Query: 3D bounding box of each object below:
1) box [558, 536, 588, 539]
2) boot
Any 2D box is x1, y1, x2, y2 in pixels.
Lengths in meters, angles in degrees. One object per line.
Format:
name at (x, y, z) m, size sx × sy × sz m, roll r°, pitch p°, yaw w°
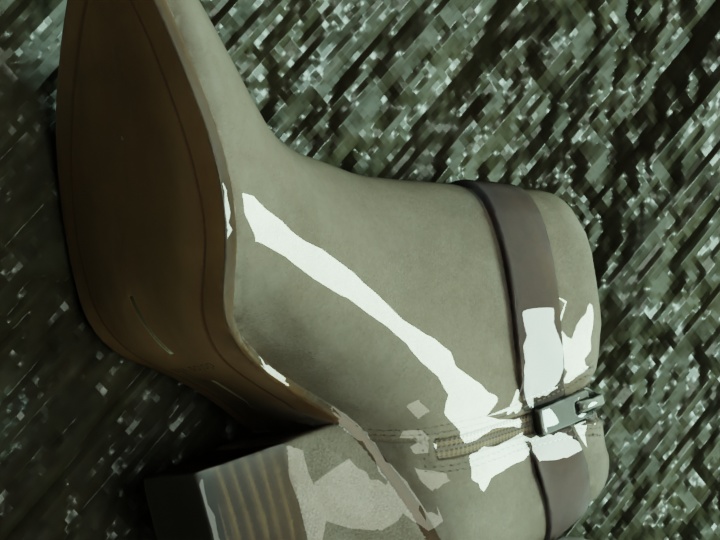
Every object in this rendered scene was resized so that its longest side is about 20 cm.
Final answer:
box at (0.094, 0.217, 0.785) m, size 0.200 × 0.130 × 0.199 m, roll -54°, pitch 132°, yaw -28°
boot at (0.000, 0.000, 0.785) m, size 0.146 × 0.070 × 0.201 m, roll -16°, pitch 105°, yaw -37°
